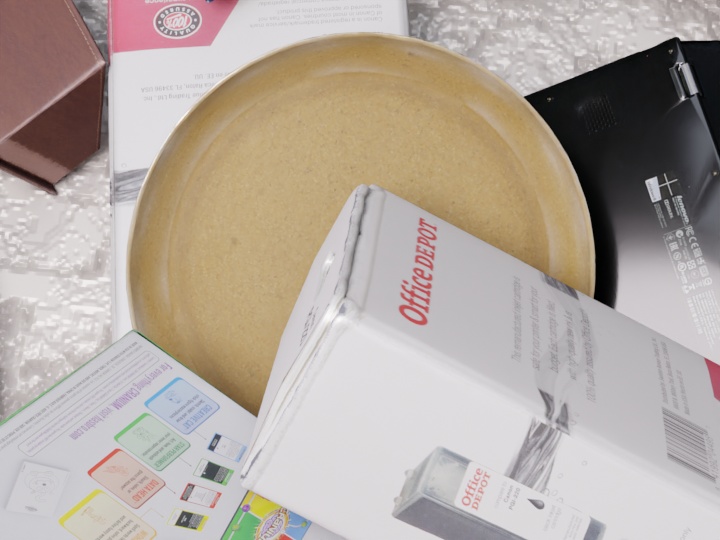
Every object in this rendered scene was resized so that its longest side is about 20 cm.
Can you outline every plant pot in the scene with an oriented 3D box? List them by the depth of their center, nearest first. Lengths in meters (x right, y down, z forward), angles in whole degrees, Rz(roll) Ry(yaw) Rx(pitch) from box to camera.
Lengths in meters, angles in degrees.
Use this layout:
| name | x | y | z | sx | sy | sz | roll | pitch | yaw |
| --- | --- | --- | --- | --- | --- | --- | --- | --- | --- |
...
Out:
| name | x | y | z | sx | sy | sz | roll | pitch | yaw |
| --- | --- | --- | --- | --- | --- | --- | --- | --- | --- |
| plant pot | 0.000 | 0.000 | 0.870 | 0.198 | 0.027 | 0.202 | 0 | 96 | -3 |

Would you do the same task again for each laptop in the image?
| name | x | y | z | sx | sy | sz | roll | pitch | yaw |
| --- | --- | --- | --- | --- | --- | --- | --- | --- | --- |
| laptop | 0.157 | 0.001 | 0.938 | 0.199 | 0.116 | 0.189 | -21 | 76 | 12 |

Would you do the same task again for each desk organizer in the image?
| name | x | y | z | sx | sy | sz | roll | pitch | yaw |
| --- | --- | --- | --- | --- | --- | --- | --- | --- | --- |
| desk organizer | -0.182 | -0.146 | 1.011 | 0.077 | 0.072 | 0.201 | -34 | 69 | 11 |

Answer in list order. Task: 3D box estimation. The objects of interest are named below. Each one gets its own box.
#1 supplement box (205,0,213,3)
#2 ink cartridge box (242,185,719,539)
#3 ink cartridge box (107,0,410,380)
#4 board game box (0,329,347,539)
| name | x | y | z | sx | sy | sz | roll | pitch | yaw |
| --- | --- | --- | --- | --- | --- | --- | --- | --- | --- |
| supplement box | -0.044 | -0.262 | 0.986 | 0.199 | 0.135 | 0.200 | -30 | 36 | -9 |
| ink cartridge box | 0.064 | 0.064 | 0.783 | 0.199 | 0.146 | 0.085 | 29 | 110 | -6 |
| ink cartridge box | -0.043 | -0.034 | 0.963 | 0.144 | 0.085 | 0.202 | -3 | 66 | 0 |
| board game box | -0.052 | 0.119 | 0.744 | 0.199 | 0.040 | 0.153 | 35 | 33 | 12 |
